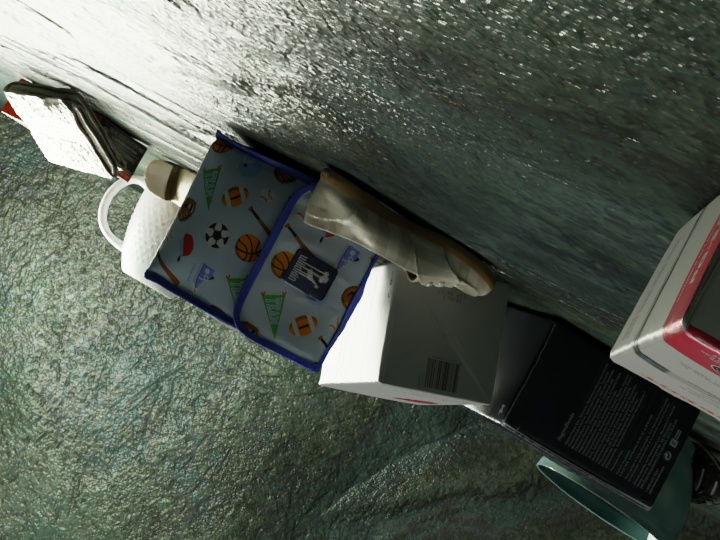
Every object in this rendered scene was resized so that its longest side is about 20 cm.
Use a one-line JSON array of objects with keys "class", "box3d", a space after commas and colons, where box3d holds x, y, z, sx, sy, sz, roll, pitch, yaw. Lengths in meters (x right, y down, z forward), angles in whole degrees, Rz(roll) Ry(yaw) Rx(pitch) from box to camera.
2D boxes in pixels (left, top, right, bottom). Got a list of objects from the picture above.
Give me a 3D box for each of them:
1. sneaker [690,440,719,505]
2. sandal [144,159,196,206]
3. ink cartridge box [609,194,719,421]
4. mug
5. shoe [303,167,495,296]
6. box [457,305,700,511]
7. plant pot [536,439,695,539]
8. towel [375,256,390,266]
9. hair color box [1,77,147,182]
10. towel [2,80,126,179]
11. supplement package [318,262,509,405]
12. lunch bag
[{"class": "sneaker", "box3d": [0.434, 0.258, 2.029, 0.079, 0.075, 0.200, 19, -174, -24]}, {"class": "sandal", "box3d": [-0.225, -0.104, 2.224, 0.211, 0.078, 0.069, 34, -161, 37]}, {"class": "ink cartridge box", "box3d": [0.205, 0.033, 0.684, 0.144, 0.085, 0.200, 29, 175, 4]}, {"class": "mug", "box3d": [-0.307, -0.067, 2.351, 0.199, 0.177, 0.148, 29, 176, 3]}, {"class": "shoe", "box3d": [0.035, -0.022, 1.393, 0.199, 0.054, 0.070, 31, 176, -20]}, {"class": "box", "box3d": [0.214, 0.138, 1.619, 0.195, 0.125, 0.200, 29, 177, -18]}, {"class": "plant pot", "box3d": [0.342, 0.248, 1.943, 0.199, 0.135, 0.200, 34, 172, 5]}, {"class": "towel", "box3d": [0.000, 0.000, 1.699, 0.192, 0.035, 0.200, 33, 153, -13]}, {"class": "hair color box", "box3d": [-0.419, -0.206, 2.236, 0.199, 0.064, 0.111, 25, 173, 37]}, {"class": "towel", "box3d": [-0.404, -0.191, 2.077, 0.199, 0.034, 0.133, 14, 140, 49]}, {"class": "supplement package", "box3d": [0.049, 0.067, 1.529, 0.120, 0.121, 0.200, 12, 172, -17]}, {"class": "lunch bag", "box3d": [-0.085, -0.017, 1.498, 0.199, 0.171, 0.124, 29, -179, 20]}]
